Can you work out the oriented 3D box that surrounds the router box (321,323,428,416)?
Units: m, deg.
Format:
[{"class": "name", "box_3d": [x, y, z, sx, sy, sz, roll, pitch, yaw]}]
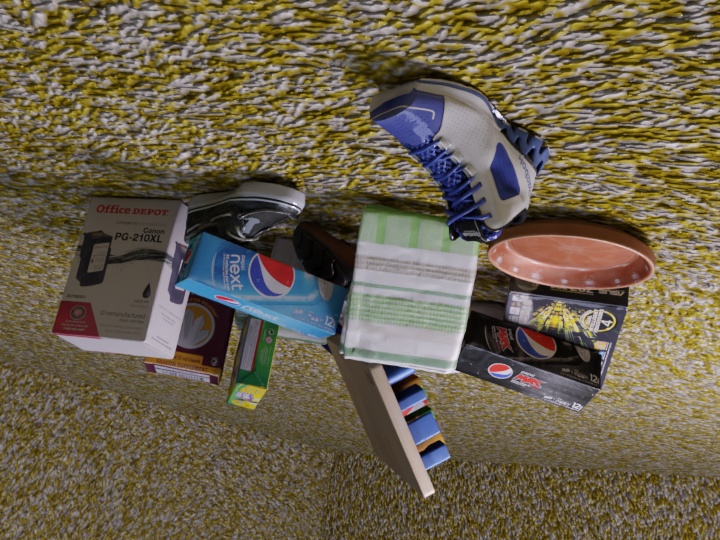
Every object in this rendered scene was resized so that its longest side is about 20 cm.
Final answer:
[{"class": "router box", "box_3d": [0.001, 0.154, 1.685, 0.179, 0.049, 0.200, 44, 175, -39]}]

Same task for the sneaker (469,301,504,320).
[{"class": "sneaker", "box_3d": [0.253, 0.102, 1.527, 0.200, 0.088, 0.076, 1, 160, 23]}]

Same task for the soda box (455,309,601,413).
[{"class": "soda box", "box_3d": [0.231, 0.127, 1.379, 0.200, 0.063, 0.071, 19, 139, -6]}]

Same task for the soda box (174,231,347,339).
[{"class": "soda box", "box_3d": [-0.122, 0.021, 1.232, 0.200, 0.064, 0.068, 22, 164, -19]}]

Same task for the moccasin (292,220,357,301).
[{"class": "moccasin", "box_3d": [0.000, -0.001, 1.298, 0.201, 0.078, 0.074, 31, 137, 7]}]

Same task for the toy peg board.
[{"class": "toy peg board", "box_3d": [0.058, 0.178, 1.375, 0.098, 0.200, 0.199, -26, -166, -14]}]

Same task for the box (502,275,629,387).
[{"class": "box", "box_3d": [0.280, 0.087, 1.405, 0.161, 0.049, 0.200, 10, 140, 7]}]

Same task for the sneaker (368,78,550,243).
[{"class": "sneaker", "box_3d": [0.098, -0.090, 0.912, 0.199, 0.115, 0.081, 22, 159, -37]}]

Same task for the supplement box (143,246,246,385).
[{"class": "supplement box", "box_3d": [-0.239, 0.056, 1.446, 0.110, 0.200, 0.086, 11, 163, -5]}]

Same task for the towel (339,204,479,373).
[{"class": "towel", "box_3d": [0.061, 0.024, 1.210, 0.149, 0.200, 0.031, 9, -159, -1]}]

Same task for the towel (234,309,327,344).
[{"class": "towel", "box_3d": [-0.106, 0.062, 1.422, 0.149, 0.031, 0.200, 10, 162, -4]}]

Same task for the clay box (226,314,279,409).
[{"class": "clay box", "box_3d": [-0.155, 0.128, 1.414, 0.048, 0.115, 0.200, 13, 161, -9]}]

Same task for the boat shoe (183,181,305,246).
[{"class": "boat shoe", "box_3d": [-0.144, -0.061, 1.227, 0.072, 0.071, 0.200, 24, 159, -40]}]

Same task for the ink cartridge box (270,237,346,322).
[{"class": "ink cartridge box", "box_3d": [-0.021, 0.022, 1.418, 0.200, 0.085, 0.146, 5, 163, 11]}]

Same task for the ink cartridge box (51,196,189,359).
[{"class": "ink cartridge box", "box_3d": [-0.305, 0.007, 1.323, 0.145, 0.200, 0.084, 4, 160, 20]}]

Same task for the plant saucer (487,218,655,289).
[{"class": "plant saucer", "box_3d": [0.256, -0.021, 1.207, 0.200, 0.032, 0.200, 8, 164, 2]}]
